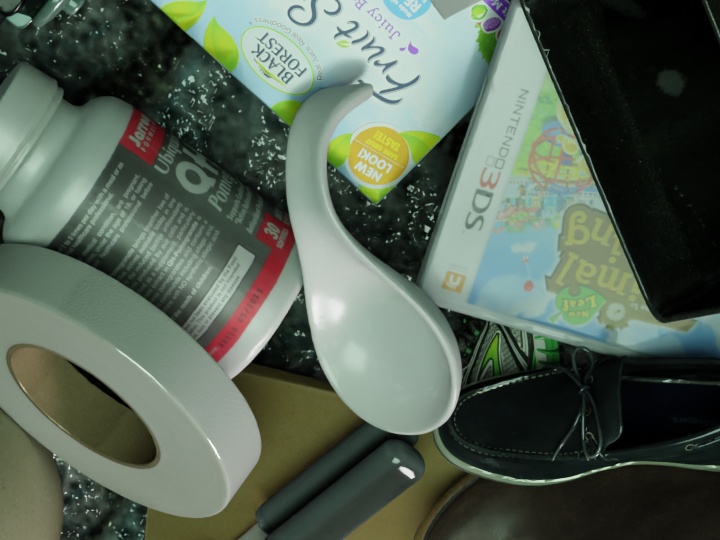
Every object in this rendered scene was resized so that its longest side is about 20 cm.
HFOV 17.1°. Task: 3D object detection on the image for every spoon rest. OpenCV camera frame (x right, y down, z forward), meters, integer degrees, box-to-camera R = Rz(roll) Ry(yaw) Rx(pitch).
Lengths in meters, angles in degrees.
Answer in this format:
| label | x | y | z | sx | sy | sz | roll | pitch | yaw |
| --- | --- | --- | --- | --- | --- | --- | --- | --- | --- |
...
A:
| label | x | y | z | sx | sy | sz | roll | pitch | yaw |
| --- | --- | --- | --- | --- | --- | --- | --- | --- | --- |
| spoon rest | 0.000 | 0.000 | 1.329 | 0.099 | 0.061 | 0.200 | -5 | 106 | 42 |

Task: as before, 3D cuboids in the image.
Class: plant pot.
| label | x | y | z | sx | sy | sz | roll | pitch | yaw |
| --- | --- | --- | --- | --- | --- | --- | --- | --- | --- |
| plant pot | 0.225 | -0.104 | 1.221 | 0.177 | 0.200 | 0.200 | -24 | 92 | -17 |

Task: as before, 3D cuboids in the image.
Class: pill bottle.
| label | x | y | z | sx | sy | sz | roll | pitch | yaw |
| --- | --- | --- | --- | --- | --- | --- | --- | --- | --- |
| pill bottle | -0.134 | -0.030 | 1.369 | 0.200 | 0.111 | 0.111 | 35 | 104 | -14 |

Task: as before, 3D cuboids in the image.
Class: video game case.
| label | x | y | z | sx | sy | sz | roll | pitch | yaw |
| --- | --- | --- | --- | --- | --- | --- | --- | --- | --- |
| video game case | 0.152 | -0.040 | 1.342 | 0.200 | 0.022 | 0.182 | 16 | 109 | -7 |

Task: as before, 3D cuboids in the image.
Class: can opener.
| label | x | y | z | sx | sy | sz | roll | pitch | yaw |
| --- | --- | --- | --- | --- | --- | --- | --- | --- | --- |
| can opener | -0.033 | 0.158 | 1.421 | 0.066 | 0.053 | 0.200 | 29 | 119 | -32 |

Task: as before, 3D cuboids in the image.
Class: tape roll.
| label | x | y | z | sx | sy | sz | roll | pitch | yaw |
| --- | --- | --- | --- | --- | --- | --- | --- | --- | --- |
| tape roll | -0.149 | 0.065 | 1.367 | 0.203 | 0.203 | 0.037 | 43 | 62 | -15 |

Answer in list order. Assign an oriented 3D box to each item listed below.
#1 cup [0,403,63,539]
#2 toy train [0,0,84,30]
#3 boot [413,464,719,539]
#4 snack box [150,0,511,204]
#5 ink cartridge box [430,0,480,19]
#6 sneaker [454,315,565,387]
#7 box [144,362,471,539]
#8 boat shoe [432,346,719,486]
| label | x | y | z | sx | sy | sz | roll | pitch | yaw |
| --- | --- | --- | --- | --- | --- | --- | --- | --- | --- |
| cup | -0.281 | 0.169 | 1.413 | 0.200 | 0.143 | 0.201 | -1 | 109 | -2 |
| toy train | -0.153 | -0.216 | 1.303 | 0.085 | 0.114 | 0.200 | 37 | 102 | -10 |
| boot | 0.144 | 0.152 | 1.348 | 0.200 | 0.166 | 0.072 | -19 | 112 | -15 |
| snack box | -0.007 | -0.166 | 1.352 | 0.200 | 0.068 | 0.169 | 43 | 101 | -14 |
| ink cartridge box | 0.048 | -0.256 | 1.266 | 0.200 | 0.146 | 0.084 | 53 | 144 | -9 |
| sneaker | 0.079 | 0.054 | 1.427 | 0.085 | 0.078 | 0.200 | -6 | 110 | 0 |
| box | -0.031 | 0.142 | 1.447 | 0.200 | 0.021 | 0.164 | 12 | 110 | 13 |
| boat shoe | 0.138 | 0.080 | 1.348 | 0.200 | 0.075 | 0.062 | -1 | 150 | 13 |
